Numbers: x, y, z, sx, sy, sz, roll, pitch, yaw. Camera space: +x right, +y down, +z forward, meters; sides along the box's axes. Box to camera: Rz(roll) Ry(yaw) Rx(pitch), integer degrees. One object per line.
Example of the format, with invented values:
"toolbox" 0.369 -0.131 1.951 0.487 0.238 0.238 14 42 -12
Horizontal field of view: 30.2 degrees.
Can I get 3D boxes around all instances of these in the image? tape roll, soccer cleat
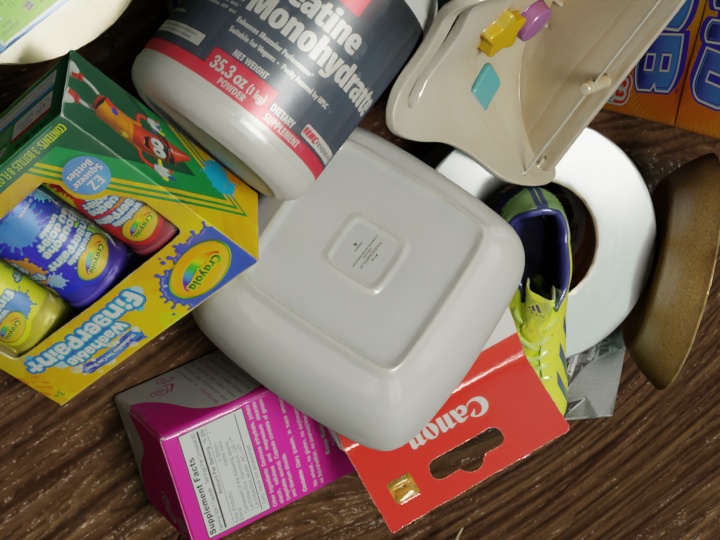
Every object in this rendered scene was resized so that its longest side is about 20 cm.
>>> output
"tape roll" 0.132 -0.028 1.075 0.200 0.066 0.201 -2 104 -6
"soccer cleat" 0.129 0.036 1.012 0.065 0.084 0.200 -5 103 -6

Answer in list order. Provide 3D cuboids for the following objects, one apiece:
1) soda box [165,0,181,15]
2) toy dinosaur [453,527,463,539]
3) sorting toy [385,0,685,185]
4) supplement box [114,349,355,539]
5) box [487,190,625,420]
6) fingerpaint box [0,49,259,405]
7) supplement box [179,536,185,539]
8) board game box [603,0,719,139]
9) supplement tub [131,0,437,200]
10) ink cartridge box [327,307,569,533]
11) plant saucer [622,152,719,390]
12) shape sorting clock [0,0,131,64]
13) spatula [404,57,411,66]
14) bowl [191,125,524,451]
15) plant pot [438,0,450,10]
"soda box" -0.098 -0.192 0.949 0.068 0.063 0.200 -20 114 -24
"toy dinosaur" 0.098 0.313 1.230 0.101 0.058 0.200 -57 132 -22
"sorting toy" 0.103 -0.150 0.906 0.180 0.107 0.200 -16 151 -43
"supplement box" -0.072 0.113 1.032 0.200 0.101 0.103 -22 114 -23
"box" 0.167 0.033 1.180 0.158 0.048 0.200 2 103 -30
"fingerpaint box" -0.194 -0.019 0.878 0.200 0.073 0.167 -34 127 24
"supplement box" -0.124 0.333 1.061 0.109 0.109 0.200 27 89 -34
"board game box" 0.362 -0.204 1.135 0.200 0.200 0.200 7 101 -32
"supplement tub" -0.040 -0.160 0.870 0.140 0.140 0.200 40 83 -33
"ink cartridge box" 0.040 0.062 0.968 0.161 0.050 0.200 -28 74 -13
"plant saucer" 0.251 -0.002 1.102 0.035 0.200 0.200 12 99 1
"shape sorting clock" -0.232 -0.235 0.871 0.200 0.039 0.200 -4 104 -18
"spatula" 0.012 -0.180 1.040 0.200 0.021 0.057 21 68 -37
"bowl" 0.000 0.000 0.925 0.200 0.075 0.200 34 73 8
"plant pot" 0.097 -0.283 0.995 0.200 0.135 0.200 -9 109 -28
